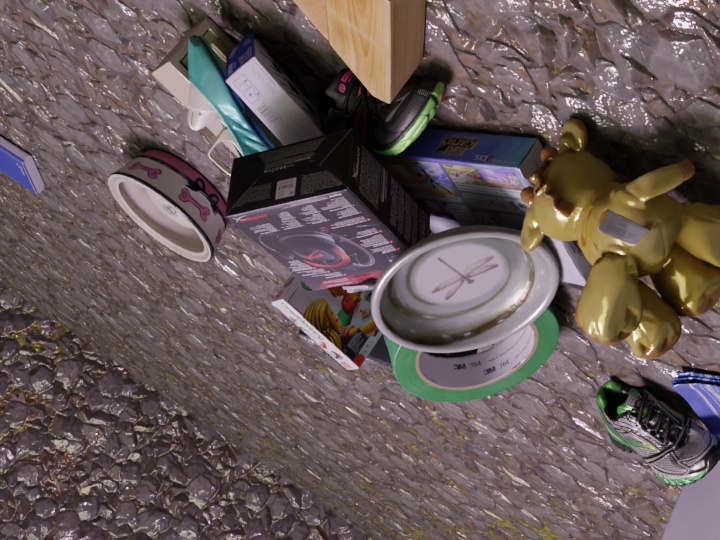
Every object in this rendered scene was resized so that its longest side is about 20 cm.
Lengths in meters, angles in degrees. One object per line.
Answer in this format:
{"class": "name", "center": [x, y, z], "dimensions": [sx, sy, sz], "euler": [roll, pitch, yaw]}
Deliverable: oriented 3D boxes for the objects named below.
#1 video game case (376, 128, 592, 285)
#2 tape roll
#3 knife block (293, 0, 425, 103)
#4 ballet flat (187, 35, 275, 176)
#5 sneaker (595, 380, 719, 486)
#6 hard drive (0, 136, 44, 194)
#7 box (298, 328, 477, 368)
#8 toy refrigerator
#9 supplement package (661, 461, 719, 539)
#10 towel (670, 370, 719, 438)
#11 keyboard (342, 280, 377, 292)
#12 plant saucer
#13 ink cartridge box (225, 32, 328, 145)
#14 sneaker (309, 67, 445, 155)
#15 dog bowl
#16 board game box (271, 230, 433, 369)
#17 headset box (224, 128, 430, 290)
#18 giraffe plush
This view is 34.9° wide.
{"class": "video game case", "center": [0.137, -0.070, 1.209], "dimensions": [0.200, 0.046, 0.181], "euler": [13, 151, 46]}
{"class": "tape roll", "center": [0.132, 0.078, 1.351], "dimensions": [0.201, 0.200, 0.048], "euler": [62, -171, -50]}
{"class": "knife block", "center": [0.023, -0.243, 0.992], "dimensions": [0.200, 0.064, 0.175], "euler": [47, 157, -27]}
{"class": "ballet flat", "center": [-0.149, -0.160, 1.267], "dimensions": [0.200, 0.070, 0.067], "euler": [56, 174, -21]}
{"class": "sneaker", "center": [0.348, 0.191, 1.365], "dimensions": [0.085, 0.078, 0.200], "euler": [52, 165, -27]}
{"class": "hard drive", "center": [-0.709, -0.234, 2.219], "dimensions": [0.200, 0.025, 0.132], "euler": [32, 159, 11]}
{"class": "box", "center": [0.042, 0.070, 1.470], "dimensions": [0.199, 0.107, 0.122], "euler": [21, 175, -25]}
{"class": "toy refrigerator", "center": [-0.138, -0.193, 1.341], "dimensions": [0.200, 0.076, 0.070], "euler": [44, 158, -18]}
{"class": "supplement package", "center": [0.468, 0.327, 1.305], "dimensions": [0.199, 0.192, 0.147], "euler": [31, 159, -5]}
{"class": "towel", "center": [0.452, 0.170, 1.261], "dimensions": [0.200, 0.024, 0.145], "euler": [7, 146, 52]}
{"class": "keyboard", "center": [0.078, 0.006, 1.316], "dimensions": [0.056, 0.199, 0.011], "euler": [-16, 84, 59]}
{"class": "plant saucer", "center": [0.106, 0.010, 1.201], "dimensions": [0.199, 0.050, 0.201], "euler": [-7, 141, -6]}
{"class": "ink cartridge box", "center": [-0.068, -0.164, 1.268], "dimensions": [0.200, 0.044, 0.094], "euler": [47, -166, -24]}
{"class": "sneaker", "center": [0.009, -0.167, 1.163], "dimensions": [0.084, 0.077, 0.200], "euler": [42, 158, -27]}
{"class": "dog bowl", "center": [-0.289, -0.105, 1.769], "dimensions": [0.200, 0.074, 0.200], "euler": [31, 158, 14]}
{"class": "board game box", "center": [0.000, 0.000, 1.357], "dimensions": [0.126, 0.200, 0.035], "euler": [42, 156, -17]}
{"class": "headset box", "center": [-0.025, -0.054, 1.215], "dimensions": [0.148, 0.075, 0.200], "euler": [-11, 148, 28]}
{"class": "giraffe plush", "center": [0.220, -0.040, 1.026], "dimensions": [0.200, 0.173, 0.162], "euler": [40, -177, -41]}
